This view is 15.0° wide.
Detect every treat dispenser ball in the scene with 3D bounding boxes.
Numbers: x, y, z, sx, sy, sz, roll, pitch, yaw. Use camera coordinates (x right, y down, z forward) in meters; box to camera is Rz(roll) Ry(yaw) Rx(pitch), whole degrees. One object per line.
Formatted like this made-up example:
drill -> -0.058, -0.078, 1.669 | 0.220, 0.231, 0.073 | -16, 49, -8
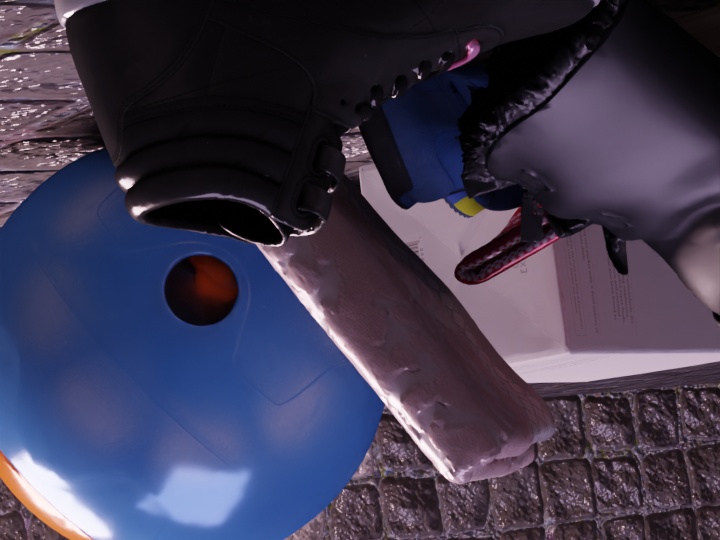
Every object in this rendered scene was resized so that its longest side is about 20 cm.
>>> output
treat dispenser ball -> -0.085, 0.038, 1.273 | 0.200, 0.202, 0.201 | -7, 173, -1

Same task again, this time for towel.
towel -> 0.000, 0.000, 1.108 | 0.032, 0.200, 0.191 | -41, 170, 7
towel -> 0.115, -0.043, 1.231 | 0.144, 0.023, 0.200 | -31, 180, 12

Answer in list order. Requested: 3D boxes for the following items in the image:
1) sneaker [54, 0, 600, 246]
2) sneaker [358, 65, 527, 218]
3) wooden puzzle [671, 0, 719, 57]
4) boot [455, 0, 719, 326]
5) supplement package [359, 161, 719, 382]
sneaker -> -0.004, -0.060, 0.969 | 0.199, 0.100, 0.071 | -6, 172, -17
sneaker -> 0.051, -0.065, 1.169 | 0.078, 0.066, 0.200 | -21, 171, 16
wooden puzzle -> 0.238, -0.093, 1.109 | 0.185, 0.037, 0.199 | 20, 161, -41
boot -> 0.145, -0.061, 1.051 | 0.162, 0.074, 0.198 | 34, 134, -18
supplement package -> 0.109, -0.004, 1.472 | 0.119, 0.122, 0.200 | -13, 171, 36
